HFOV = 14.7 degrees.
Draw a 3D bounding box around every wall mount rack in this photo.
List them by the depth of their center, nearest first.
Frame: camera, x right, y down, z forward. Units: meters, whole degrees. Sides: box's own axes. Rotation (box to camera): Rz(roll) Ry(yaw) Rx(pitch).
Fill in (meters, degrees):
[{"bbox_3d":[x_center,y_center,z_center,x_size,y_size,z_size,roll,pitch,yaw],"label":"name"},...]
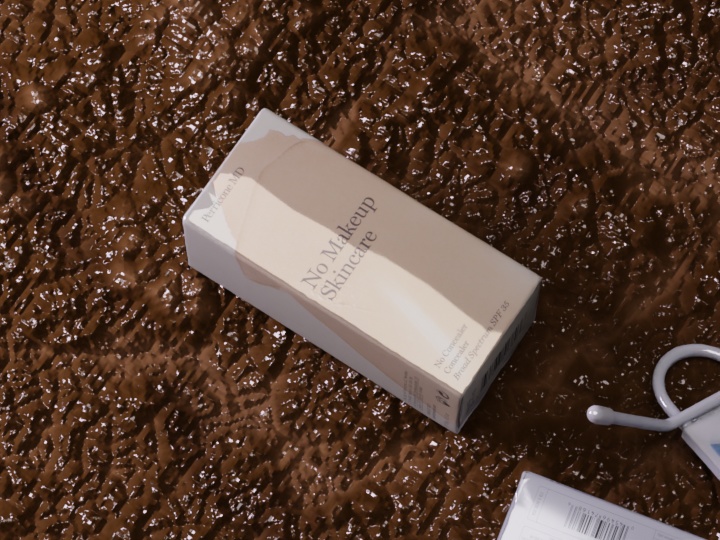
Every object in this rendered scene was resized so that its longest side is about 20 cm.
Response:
[{"bbox_3d":[0.226,0.109,1.594,0.173,0.075,0.200,-25,59,-28],"label":"wall mount rack"}]

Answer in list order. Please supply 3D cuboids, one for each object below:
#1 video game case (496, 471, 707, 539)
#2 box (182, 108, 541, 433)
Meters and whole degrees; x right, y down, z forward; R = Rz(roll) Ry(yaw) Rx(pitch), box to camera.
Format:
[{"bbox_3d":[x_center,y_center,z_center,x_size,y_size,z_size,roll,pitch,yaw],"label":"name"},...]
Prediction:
[{"bbox_3d":[0.153,0.235,1.589,0.199,0.045,0.182,21,69,7],"label":"video game case"},{"bbox_3d":[0.000,0.000,1.659,0.200,0.078,0.095,31,73,10],"label":"box"}]
